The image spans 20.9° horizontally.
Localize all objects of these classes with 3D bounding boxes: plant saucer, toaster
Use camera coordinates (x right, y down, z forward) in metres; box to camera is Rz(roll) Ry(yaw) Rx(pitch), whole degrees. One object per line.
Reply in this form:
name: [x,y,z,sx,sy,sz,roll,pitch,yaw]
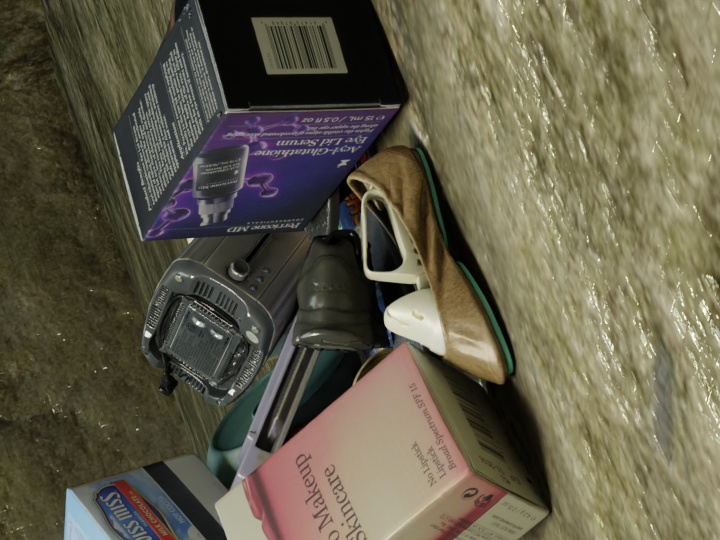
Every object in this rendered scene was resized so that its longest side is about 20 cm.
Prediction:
plant saucer: [-0.067,0.121,1.779,0.027,0.200,0.200,52,173,-14]
toaster: [-0.111,0.026,1.716,0.113,0.129,0.200,33,143,4]

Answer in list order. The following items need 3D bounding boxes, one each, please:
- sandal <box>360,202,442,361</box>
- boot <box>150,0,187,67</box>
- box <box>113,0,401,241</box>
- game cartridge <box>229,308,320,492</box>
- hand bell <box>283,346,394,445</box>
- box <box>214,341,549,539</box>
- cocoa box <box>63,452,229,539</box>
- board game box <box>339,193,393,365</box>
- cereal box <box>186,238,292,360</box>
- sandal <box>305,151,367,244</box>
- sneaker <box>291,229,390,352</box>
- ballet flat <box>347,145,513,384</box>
sandal: [0.040,0.003,1.512,0.076,0.042,0.201,95,166,-45]
boot: [-0.142,-0.137,1.633,0.097,0.074,0.202,159,121,-76]
box: [-0.083,-0.115,1.480,0.200,0.147,0.105,-51,51,53]
game cartridge: [-0.061,0.094,1.640,0.130,0.038,0.201,132,161,-73]
hand bell: [-0.012,0.132,1.596,0.200,0.104,0.105,-24,83,57]
box: [0.013,0.171,1.412,0.109,0.200,0.128,31,-156,-47]
cocoa box: [-0.155,0.273,1.659,0.200,0.130,0.134,42,133,43]
board game box: [0.000,0.000,1.680,0.136,0.034,0.201,96,155,-62]
cereal box: [-0.097,-0.018,1.865,0.039,0.143,0.202,-14,92,43]
sandal: [-0.017,-0.112,1.574,0.075,0.045,0.202,-176,88,-69]
sneaker: [-0.013,0.016,1.476,0.200,0.075,0.092,124,147,-87]
ballet flat: [0.041,0.001,1.401,0.068,0.072,0.201,102,148,-65]
